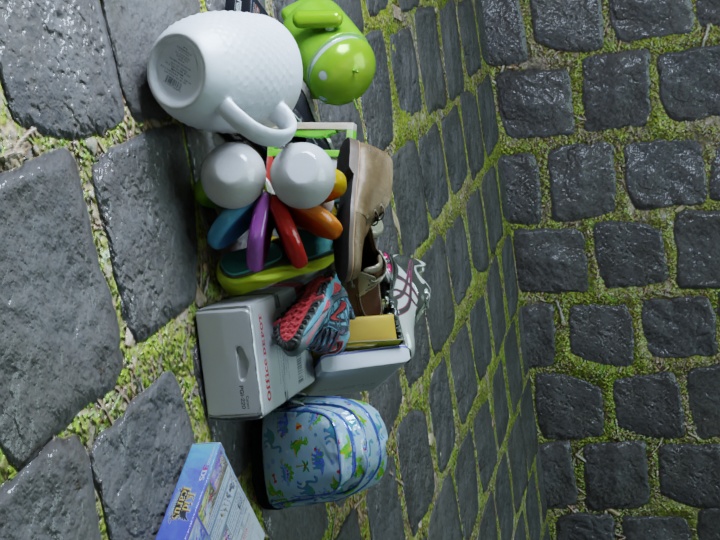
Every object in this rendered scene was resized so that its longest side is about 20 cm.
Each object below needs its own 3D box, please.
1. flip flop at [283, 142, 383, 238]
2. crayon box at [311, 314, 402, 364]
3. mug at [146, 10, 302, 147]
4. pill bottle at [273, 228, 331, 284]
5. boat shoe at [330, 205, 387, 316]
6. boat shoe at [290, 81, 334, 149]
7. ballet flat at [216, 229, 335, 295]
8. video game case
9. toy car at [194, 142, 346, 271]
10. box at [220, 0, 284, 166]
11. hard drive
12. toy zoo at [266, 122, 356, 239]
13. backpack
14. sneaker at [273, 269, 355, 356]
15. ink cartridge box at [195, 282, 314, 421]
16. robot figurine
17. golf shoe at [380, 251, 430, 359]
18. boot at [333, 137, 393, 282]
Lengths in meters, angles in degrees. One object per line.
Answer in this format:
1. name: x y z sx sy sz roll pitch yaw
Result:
1. flip flop: -0.034 -0.122 1.607 0.199 0.057 0.082 40 36 -18
2. crayon box: -0.020 0.109 1.623 0.200 0.124 0.052 127 -42 -68
3. mug: -0.157 -0.225 1.340 0.200 0.148 0.175 46 25 14
4. pill bottle: -0.063 0.001 1.672 0.200 0.114 0.119 51 38 -59
5. boat shoe: 0.000 0.000 1.588 0.076 0.071 0.202 -50 135 -35
6. boat shoe: -0.096 -0.216 1.732 0.063 0.072 0.202 -48 140 -24
7. ballet flat: -0.101 -0.013 1.486 0.068 0.197 0.067 92 -26 -48
8. video game case: -0.186 0.346 1.331 0.202 0.045 0.183 -73 153 -48
9. toy car: -0.116 -0.074 1.409 0.175 0.196 0.153 93 -3 -79
10. box: -0.151 -0.267 1.573 0.161 0.048 0.204 47 43 -67
11. hard drive: -0.014 0.153 1.626 0.200 0.129 0.026 125 -44 -68
12. toy zoo: -0.072 -0.104 1.533 0.020 0.129 0.205 6 87 -73
13. backpack: -0.057 0.247 1.504 0.153 0.196 0.167 21 66 -68
14. sneaker: -0.047 0.072 1.459 0.096 0.079 0.200 57 25 -11
15. ink cartridge box: -0.137 0.105 1.474 0.200 0.083 0.149 -25 110 -72
16. robot figurine: -0.051 -0.339 1.697 0.201 0.114 0.177 55 -18 32
17. golf shoe: 0.071 0.052 1.677 0.078 0.086 0.203 104 -17 -50
18. boot: 0.006 -0.077 1.455 0.074 0.074 0.204 142 -43 -60
